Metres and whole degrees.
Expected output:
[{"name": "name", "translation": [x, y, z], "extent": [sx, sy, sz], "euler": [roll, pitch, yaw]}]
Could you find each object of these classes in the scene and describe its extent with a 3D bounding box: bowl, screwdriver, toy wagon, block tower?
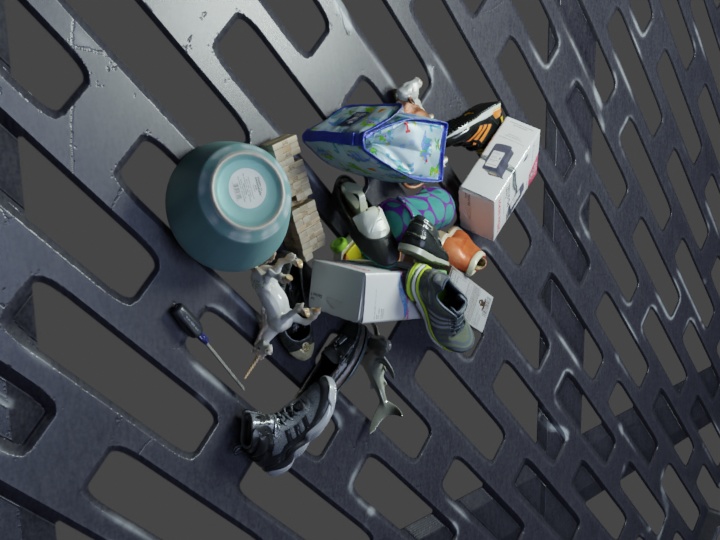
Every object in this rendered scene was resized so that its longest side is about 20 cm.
[{"name": "bowl", "translation": [-0.181, -0.105, 1.163], "extent": [0.197, 0.105, 0.206], "euler": [4, 81, -25]}, {"name": "screwdriver", "translation": [-0.236, 0.124, 1.254], "extent": [0.201, 0.027, 0.029], "euler": [55, 33, -37]}, {"name": "toy wagon", "translation": [0.000, 0.000, 1.443], "extent": [0.201, 0.039, 0.157], "euler": [-49, 127, -26]}, {"name": "block tower", "translation": [-0.113, -0.120, 1.305], "extent": [0.057, 0.053, 0.204], "euler": [-30, 117, -35]}]

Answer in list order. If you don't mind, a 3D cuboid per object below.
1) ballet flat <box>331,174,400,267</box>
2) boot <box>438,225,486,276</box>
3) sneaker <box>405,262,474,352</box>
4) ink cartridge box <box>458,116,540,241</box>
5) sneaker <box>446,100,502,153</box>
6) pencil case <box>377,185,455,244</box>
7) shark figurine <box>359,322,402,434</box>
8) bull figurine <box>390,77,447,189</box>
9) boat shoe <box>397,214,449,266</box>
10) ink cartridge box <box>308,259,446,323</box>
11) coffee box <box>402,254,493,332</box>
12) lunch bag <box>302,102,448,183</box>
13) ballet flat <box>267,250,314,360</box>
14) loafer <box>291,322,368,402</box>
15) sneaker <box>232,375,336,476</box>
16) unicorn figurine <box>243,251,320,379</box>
[{"name": "ballet flat", "translation": [0.003, -0.090, 1.330], "extent": [0.067, 0.201, 0.069], "euler": [-21, 141, -21]}, {"name": "boot", "translation": [0.202, -0.032, 1.549], "extent": [0.076, 0.106, 0.200], "euler": [-69, 166, 15]}, {"name": "sneaker", "translation": [0.146, 0.072, 1.313], "extent": [0.074, 0.080, 0.201], "euler": [-53, 129, -20]}, {"name": "ink cartridge box", "translation": [0.285, -0.185, 1.612], "extent": [0.201, 0.083, 0.146], "euler": [-55, 156, -21]}, {"name": "sneaker", "translation": [0.227, -0.271, 1.588], "extent": [0.199, 0.069, 0.092], "euler": [-35, 117, -36]}, {"name": "pencil case", "translation": [0.101, -0.105, 1.455], "extent": [0.086, 0.092, 0.199], "euler": [-53, 164, 27]}, {"name": "shark figurine", "translation": [0.014, 0.191, 1.484], "extent": [0.088, 0.129, 0.218], "euler": [-16, 129, -14]}, {"name": "bull figurine", "translation": [0.107, -0.255, 1.479], "extent": [0.120, 0.064, 0.205], "euler": [-1, 95, -42]}, {"name": "boat shoe", "translation": [0.119, -0.046, 1.354], "extent": [0.200, 0.070, 0.069], "euler": [26, 77, -70]}, {"name": "ink cartridge box", "translation": [0.030, 0.031, 1.351], "extent": [0.197, 0.143, 0.086], "euler": [-1, 100, -42]}, {"name": "coffee box", "translation": [0.164, 0.046, 1.532], "extent": [0.199, 0.113, 0.081], "euler": [31, 77, -52]}, {"name": "lunch bag", "translation": [0.024, -0.217, 1.338], "extent": [0.197, 0.168, 0.131], "euler": [-3, 100, -40]}, {"name": "ballet flat", "translation": [-0.115, 0.065, 1.334], "extent": [0.066, 0.056, 0.204], "euler": [-28, 115, -34]}, {"name": "loafer", "translation": [-0.053, 0.175, 1.407], "extent": [0.063, 0.071, 0.203], "euler": [38, 73, -33]}, {"name": "sneaker", "translation": [-0.129, 0.249, 1.313], "extent": [0.113, 0.076, 0.201], "euler": [31, 100, -37]}, {"name": "unicorn figurine", "translation": [-0.137, 0.060, 1.282], "extent": [0.073, 0.135, 0.205], "euler": [-5, 81, -54]}]
